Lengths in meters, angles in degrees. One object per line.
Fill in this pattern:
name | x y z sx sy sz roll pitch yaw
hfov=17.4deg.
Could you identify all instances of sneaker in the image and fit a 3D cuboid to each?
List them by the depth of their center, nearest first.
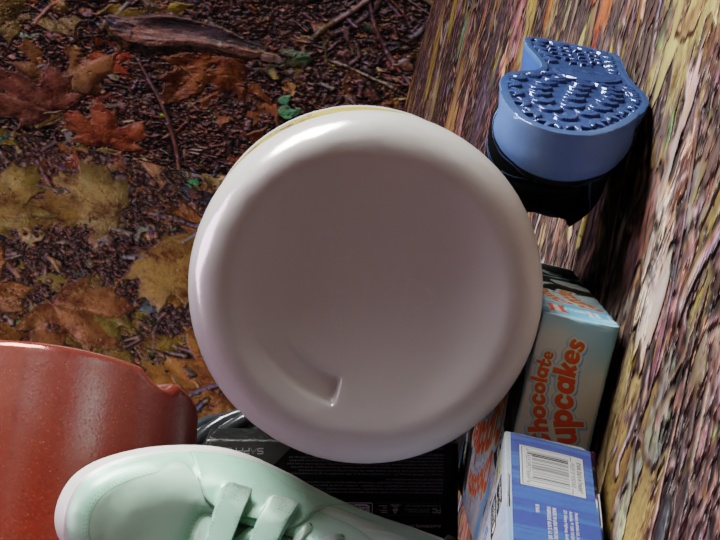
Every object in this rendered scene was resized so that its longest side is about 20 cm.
sneaker | -0.035 0.125 1.019 0.118 0.200 0.074 -169 93 -85
sneaker | 0.092 -0.054 1.082 0.200 0.070 0.078 -61 -18 -74

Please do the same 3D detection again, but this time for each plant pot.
plant pot | -0.163 0.149 1.138 0.201 0.200 0.196 108 170 -67

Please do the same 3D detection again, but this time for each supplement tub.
supplement tub | 0.000 0.000 1.031 0.200 0.145 0.146 -112 35 -85

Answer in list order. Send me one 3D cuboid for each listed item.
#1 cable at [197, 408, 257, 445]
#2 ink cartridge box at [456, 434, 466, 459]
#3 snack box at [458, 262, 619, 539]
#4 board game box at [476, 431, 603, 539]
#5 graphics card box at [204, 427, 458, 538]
cable | -0.075 0.150 1.263 0.200 0.163 0.051 -55 -33 -26
ink cartridge box | 0.045 0.046 1.257 0.200 0.067 0.116 64 -144 -67
snack box | 0.077 0.063 1.066 0.200 0.037 0.117 -98 20 -83
board game box | 0.051 0.195 0.886 0.200 0.043 0.199 -83 7 -66
graphics card box | -0.015 0.177 1.142 0.051 0.125 0.201 -93 2 -86
